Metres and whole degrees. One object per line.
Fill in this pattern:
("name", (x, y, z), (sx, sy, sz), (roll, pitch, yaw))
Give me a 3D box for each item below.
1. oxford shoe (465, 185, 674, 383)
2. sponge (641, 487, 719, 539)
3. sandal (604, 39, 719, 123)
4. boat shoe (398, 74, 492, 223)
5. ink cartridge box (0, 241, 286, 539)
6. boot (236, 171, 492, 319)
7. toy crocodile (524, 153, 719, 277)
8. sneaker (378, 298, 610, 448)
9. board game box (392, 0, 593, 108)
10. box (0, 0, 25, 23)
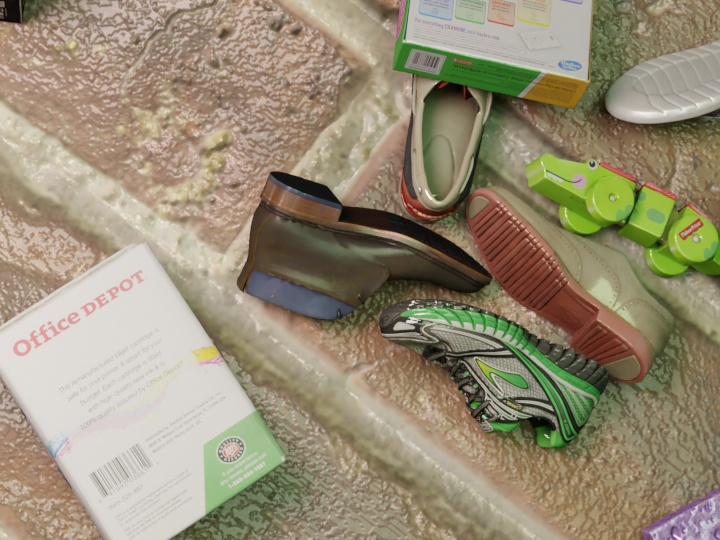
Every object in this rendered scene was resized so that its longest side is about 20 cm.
("oxford shoe", (0.168, 0.000, 1.511), (0.200, 0.071, 0.074), (47, 56, -3))
("sponge", (0.338, 0.213, 1.516), (0.200, 0.030, 0.112), (-26, 86, -12))
("sandal", (0.299, -0.152, 1.553), (0.203, 0.082, 0.050), (-21, 128, -13))
("boat shoe", (0.071, -0.137, 1.510), (0.071, 0.063, 0.200), (12, 78, -5))
("ink cartridge box", (-0.172, 0.100, 1.421), (0.145, 0.088, 0.200), (-33, 90, -13))
("boot", (0.000, 0.000, 1.487), (0.200, 0.075, 0.097), (22, 103, -14))
("toy crocodile", (0.226, -0.046, 1.519), (0.200, 0.068, 0.062), (25, 73, -7))
("sneaker", (0.100, 0.079, 1.458), (0.200, 0.078, 0.085), (26, 82, -20))
("board game box", (0.112, -0.236, 1.510), (0.153, 0.040, 0.200), (12, 60, -7))
("box", (-0.327, -0.236, 1.389), (0.160, 0.200, 0.049), (7, 82, -8))
